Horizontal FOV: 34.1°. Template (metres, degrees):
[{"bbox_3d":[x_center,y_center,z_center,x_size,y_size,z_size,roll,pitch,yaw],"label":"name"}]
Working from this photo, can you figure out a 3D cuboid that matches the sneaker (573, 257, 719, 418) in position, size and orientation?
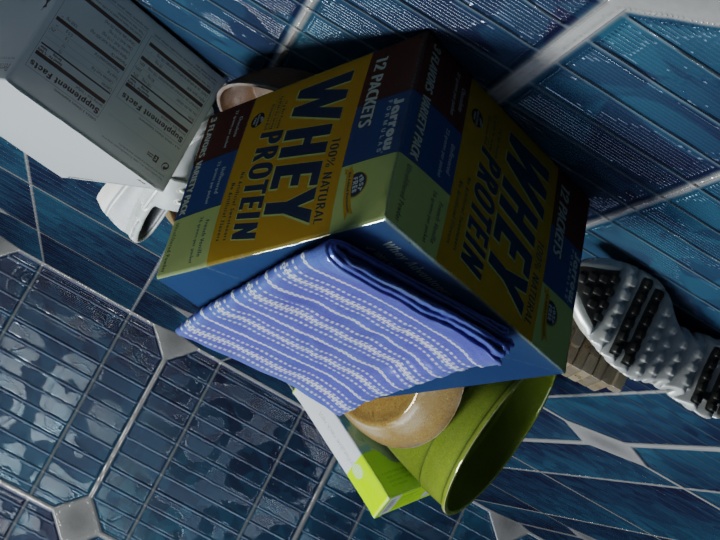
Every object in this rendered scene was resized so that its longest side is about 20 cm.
[{"bbox_3d":[0.220,0.052,0.931,0.199,0.076,0.081,36,173,-32],"label":"sneaker"}]

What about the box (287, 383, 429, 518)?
[{"bbox_3d":[0.012,0.176,1.347,0.121,0.048,0.201,-11,-124,-43],"label":"box"}]

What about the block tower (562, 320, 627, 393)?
[{"bbox_3d":[0.152,0.043,1.062,0.199,0.054,0.058,28,168,2],"label":"block tower"}]

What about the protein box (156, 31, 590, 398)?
[{"bbox_3d":[0.014,-0.021,0.785,0.199,0.136,0.198,-13,142,40],"label":"protein box"}]

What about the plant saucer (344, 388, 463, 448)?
[{"bbox_3d":[0.020,0.083,1.190,0.199,0.202,0.035,16,-165,42],"label":"plant saucer"}]

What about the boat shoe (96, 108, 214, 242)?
[{"bbox_3d":[-0.178,-0.084,1.072,0.069,0.072,0.200,52,133,-1],"label":"boat shoe"}]

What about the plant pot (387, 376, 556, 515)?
[{"bbox_3d":[0.079,0.126,1.277,0.192,0.201,0.201,35,171,23],"label":"plant pot"}]

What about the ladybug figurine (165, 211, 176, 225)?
[{"bbox_3d":[-0.143,-0.067,1.203,0.135,0.072,0.200,28,167,2],"label":"ladybug figurine"}]

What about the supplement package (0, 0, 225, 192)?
[{"bbox_3d":[-0.240,-0.157,0.970,0.155,0.112,0.199,37,164,-35],"label":"supplement package"}]

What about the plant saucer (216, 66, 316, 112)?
[{"bbox_3d":[-0.016,-0.099,0.907,0.199,0.035,0.200,27,167,7],"label":"plant saucer"}]

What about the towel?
[{"bbox_3d":[-0.015,0.044,0.746,0.144,0.024,0.199,28,149,-25],"label":"towel"}]
